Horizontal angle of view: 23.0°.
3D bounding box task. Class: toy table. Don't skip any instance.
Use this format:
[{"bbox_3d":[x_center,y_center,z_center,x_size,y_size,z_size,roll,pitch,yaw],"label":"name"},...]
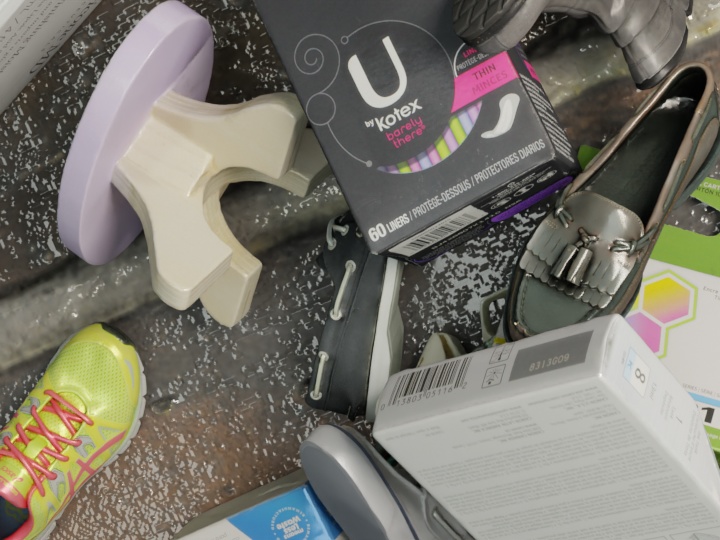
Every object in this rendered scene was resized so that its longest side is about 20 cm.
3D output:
[{"bbox_3d":[-0.102,-0.058,1.101,0.117,0.184,0.201,33,147,12],"label":"toy table"}]

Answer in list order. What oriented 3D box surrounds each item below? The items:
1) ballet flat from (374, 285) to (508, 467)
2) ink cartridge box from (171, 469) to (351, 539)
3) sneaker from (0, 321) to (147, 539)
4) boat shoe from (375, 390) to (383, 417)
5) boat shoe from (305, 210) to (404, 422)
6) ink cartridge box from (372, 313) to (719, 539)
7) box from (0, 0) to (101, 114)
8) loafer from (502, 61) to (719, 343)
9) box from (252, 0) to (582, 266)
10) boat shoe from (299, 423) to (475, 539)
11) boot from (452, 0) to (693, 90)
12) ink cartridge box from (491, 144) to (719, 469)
[{"bbox_3d":[0.081,0.057,1.128,0.199,0.074,0.075,-33,90,16],"label":"ballet flat"},{"bbox_3d":[-0.031,0.243,1.175,0.115,0.067,0.202,-25,93,18],"label":"ink cartridge box"},{"bbox_3d":[-0.214,0.126,1.201,0.078,0.090,0.201,34,105,9],"label":"sneaker"},{"bbox_3d":[0.103,0.117,1.062,0.200,0.061,0.073,16,61,18],"label":"boat shoe"},{"bbox_3d":[0.000,0.000,1.127,0.060,0.076,0.203,8,101,8],"label":"boat shoe"},{"bbox_3d":[0.126,0.116,0.969,0.159,0.048,0.200,-18,128,40],"label":"ink cartridge box"},{"bbox_3d":[-0.288,-0.206,1.139,0.200,0.131,0.199,46,108,3],"label":"box"},{"bbox_3d":[0.139,-0.037,0.980,0.071,0.063,0.201,27,62,19],"label":"loafer"},{"bbox_3d":[0.028,-0.120,1.027,0.121,0.106,0.202,-28,79,13],"label":"box"},{"bbox_3d":[0.029,0.151,1.114,0.073,0.201,0.065,22,63,44],"label":"boat shoe"},{"bbox_3d":[0.131,-0.150,0.988,0.069,0.201,0.132,-23,115,42],"label":"boot"},{"bbox_3d":[0.167,0.010,1.028,0.146,0.076,0.202,15,66,13],"label":"ink cartridge box"}]
